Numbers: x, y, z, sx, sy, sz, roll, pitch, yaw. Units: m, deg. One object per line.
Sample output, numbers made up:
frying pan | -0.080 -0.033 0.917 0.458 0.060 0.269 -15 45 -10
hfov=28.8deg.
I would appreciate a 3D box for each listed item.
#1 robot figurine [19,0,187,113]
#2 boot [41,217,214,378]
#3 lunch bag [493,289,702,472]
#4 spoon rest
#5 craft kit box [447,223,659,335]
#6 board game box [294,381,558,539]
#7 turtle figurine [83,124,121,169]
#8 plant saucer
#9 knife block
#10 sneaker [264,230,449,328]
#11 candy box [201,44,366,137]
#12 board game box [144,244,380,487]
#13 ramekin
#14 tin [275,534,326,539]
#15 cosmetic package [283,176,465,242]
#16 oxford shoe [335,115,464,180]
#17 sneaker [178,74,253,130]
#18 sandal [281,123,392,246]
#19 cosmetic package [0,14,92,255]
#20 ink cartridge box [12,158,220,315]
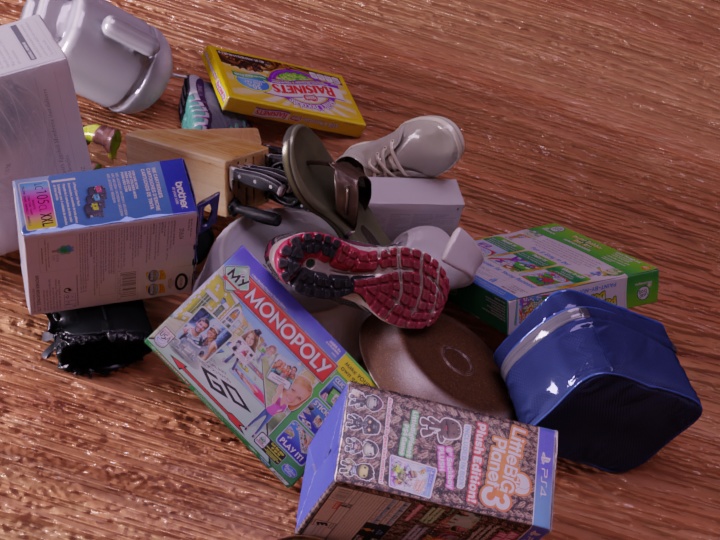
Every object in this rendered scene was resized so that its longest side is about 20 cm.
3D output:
robot figurine | -0.305 -0.257 1.659 0.199 0.169 0.114 25 71 -35
boot | -0.238 0.023 1.458 0.197 0.074 0.163 -8 46 -13
lunch bag | 0.246 0.109 1.441 0.199 0.136 0.133 21 38 -36
spoon rest | 0.077 -0.007 1.511 0.060 0.200 0.100 32 77 -16
craft kit box | 0.192 0.005 1.557 0.197 0.049 0.200 -13 22 -24
board game box | 0.058 0.195 1.281 0.199 0.160 0.097 15 60 -10
turtle figurine | -0.360 -0.164 1.615 0.160 0.065 0.200 21 44 5
plant saucer | 0.091 0.103 1.443 0.200 0.037 0.201 29 29 -18
knife block | -0.151 -0.098 1.494 0.199 0.064 0.176 -1 21 -7
sneaker | 0.000 0.000 1.406 0.199 0.081 0.075 19 1 -24
candy box | -0.094 -0.221 1.737 0.199 0.026 0.103 7 44 -34
board game box | -0.094 0.093 1.372 0.200 0.029 0.135 45 73 -3
ramekin | -0.078 0.021 1.490 0.201 0.095 0.203 8 45 -8
tin | -0.034 0.326 1.239 0.111 0.042 0.200 -7 48 -27
cosmetic package | 0.012 -0.064 1.609 0.199 0.083 0.051 1 46 -16
oxford shoe | 0.041 -0.128 1.625 0.058 0.199 0.075 -38 107 -41
sneaker | -0.165 -0.162 1.665 0.087 0.075 0.201 6 44 -17
sandal | -0.009 -0.075 1.447 0.201 0.057 0.080 50 36 -22
cosmetic package | -0.389 -0.127 1.437 0.199 0.200 0.123 -19 38 -17
ink cartridge box | -0.233 -0.034 1.375 0.199 0.137 0.077 -7 57 -15
